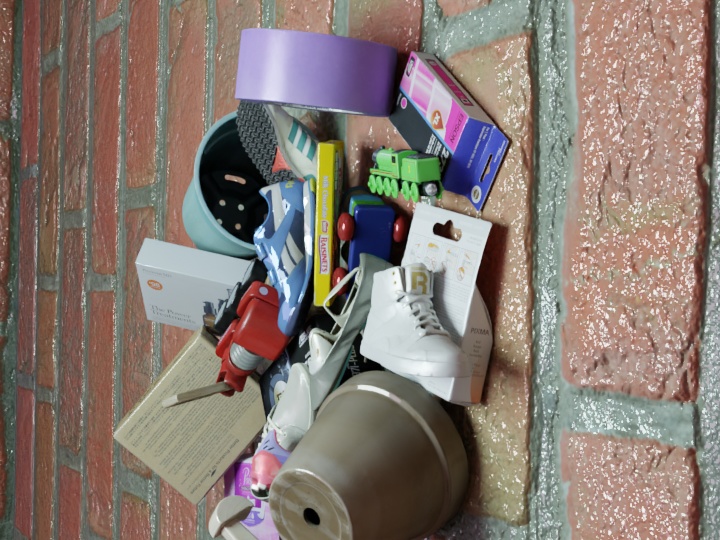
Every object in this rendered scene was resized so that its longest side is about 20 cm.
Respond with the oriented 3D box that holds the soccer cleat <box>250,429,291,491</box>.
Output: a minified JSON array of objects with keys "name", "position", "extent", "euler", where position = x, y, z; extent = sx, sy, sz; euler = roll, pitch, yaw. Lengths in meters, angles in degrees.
[{"name":"soccer cleat","position":[-0.042,0.266,1.430],"extent":[0.067,0.198,0.077],"euler":[-28,39,66]}]

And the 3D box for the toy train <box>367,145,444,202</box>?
[{"name":"toy train","position":[0.050,-0.116,1.369],"extent":[0.200,0.041,0.057],"euler":[-153,56,-71]}]

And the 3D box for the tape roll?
[{"name":"tape roll","position":[-0.054,-0.243,1.440],"extent":[0.199,0.197,0.086],"euler":[18,103,59]}]

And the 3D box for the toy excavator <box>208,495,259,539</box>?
[{"name":"toy excavator","position":[-0.076,0.367,1.457],"extent":[0.100,0.197,0.196],"euler":[-59,41,39]}]

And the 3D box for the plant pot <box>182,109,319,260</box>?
[{"name":"plant pot","position":[-0.163,-0.102,1.655],"extent":[0.196,0.197,0.204],"euler":[149,118,-64]}]

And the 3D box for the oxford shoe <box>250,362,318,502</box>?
[{"name":"oxford shoe","position":[-0.098,0.213,1.473],"extent":[0.075,0.057,0.203],"euler":[44,125,54]}]

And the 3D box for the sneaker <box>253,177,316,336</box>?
[{"name":"sneaker","position":[-0.096,-0.018,1.480],"extent":[0.074,0.081,0.204],"euler":[60,-146,-83]}]

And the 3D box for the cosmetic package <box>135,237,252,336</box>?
[{"name":"cosmetic package","position":[-0.219,0.035,1.687],"extent":[0.152,0.197,0.052],"euler":[94,-169,-53]}]

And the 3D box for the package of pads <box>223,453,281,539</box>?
[{"name":"package of pads","position":[-0.134,0.329,1.686],"extent":[0.199,0.075,0.123],"euler":[-13,79,60]}]

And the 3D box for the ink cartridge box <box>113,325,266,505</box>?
[{"name":"ink cartridge box","position":[-0.236,0.211,1.699],"extent":[0.200,0.164,0.075],"euler":[-48,10,3]}]

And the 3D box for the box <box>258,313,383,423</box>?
[{"name":"box","position":[-0.048,0.175,1.529],"extent":[0.200,0.085,0.166],"euler":[-48,48,49]}]

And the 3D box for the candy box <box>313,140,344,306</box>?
[{"name":"candy box","position":[-0.040,-0.063,1.483],"extent":[0.102,0.026,0.204],"euler":[-67,-21,-81]}]

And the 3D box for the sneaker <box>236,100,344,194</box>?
[{"name":"sneaker","position":[-0.091,-0.162,1.564],"extent":[0.070,0.093,0.202],"euler":[-34,83,43]}]

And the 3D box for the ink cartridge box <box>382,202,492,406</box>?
[{"name":"ink cartridge box","position":[0.098,0.035,1.331],"extent":[0.162,0.050,0.203],"euler":[22,98,59]}]

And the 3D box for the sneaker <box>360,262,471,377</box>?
[{"name":"sneaker","position":[0.060,0.050,1.273],"extent":[0.199,0.073,0.118],"euler":[15,98,61]}]

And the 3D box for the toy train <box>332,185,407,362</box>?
[{"name":"toy train","position":[0.000,0.000,1.472],"extent":[0.116,0.083,0.203],"euler":[-116,29,-64]}]

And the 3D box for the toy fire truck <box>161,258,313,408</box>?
[{"name":"toy fire truck","position":[-0.164,0.105,1.541],"extent":[0.176,0.127,0.202],"euler":[-48,21,50]}]

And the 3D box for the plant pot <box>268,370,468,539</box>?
[{"name":"plant pot","position":[-0.005,0.238,1.292],"extent":[0.198,0.173,0.203],"euler":[15,117,32]}]

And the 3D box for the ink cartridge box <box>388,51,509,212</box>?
[{"name":"ink cartridge box","position":[0.097,-0.163,1.337],"extent":[0.201,0.037,0.096],"euler":[56,136,43]}]

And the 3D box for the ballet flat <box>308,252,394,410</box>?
[{"name":"ballet flat","position":[-0.027,0.070,1.395],"extent":[0.202,0.063,0.067],"euler":[-61,11,6]}]
